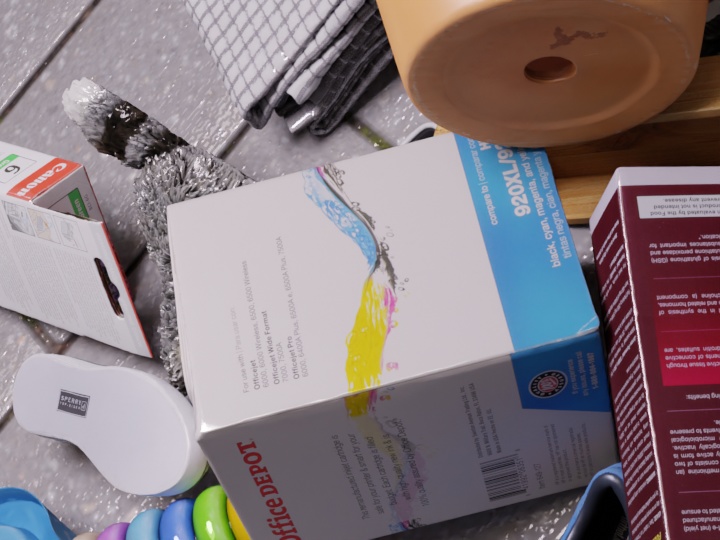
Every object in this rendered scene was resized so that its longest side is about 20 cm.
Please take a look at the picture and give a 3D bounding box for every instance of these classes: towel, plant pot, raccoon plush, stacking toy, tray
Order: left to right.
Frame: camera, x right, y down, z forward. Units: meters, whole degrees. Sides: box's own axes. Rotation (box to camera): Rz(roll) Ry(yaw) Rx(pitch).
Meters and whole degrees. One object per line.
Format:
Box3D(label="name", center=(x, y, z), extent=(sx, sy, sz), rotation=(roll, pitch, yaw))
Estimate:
Box3D(label="raccoon plush", center=(-0.126, -0.011, 1.135), extent=(0.200, 0.097, 0.134), rotation=(32, 85, 20))
Box3D(label="stacking toy", center=(-0.067, 0.152, 1.038), extent=(0.199, 0.085, 0.086), rotation=(-27, 52, 13))
Box3D(label="towel", center=(-0.021, -0.203, 1.172), extent=(0.200, 0.085, 0.166), rotation=(-49, 53, 28))
Box3D(label="plant pot", center=(0.085, -0.151, 0.873), extent=(0.199, 0.200, 0.141), rotation=(-16, 60, 29))
Box3D(label="tray", center=(0.145, -0.066, 0.962), extent=(0.199, 0.099, 0.037), rotation=(-1, 61, 45))

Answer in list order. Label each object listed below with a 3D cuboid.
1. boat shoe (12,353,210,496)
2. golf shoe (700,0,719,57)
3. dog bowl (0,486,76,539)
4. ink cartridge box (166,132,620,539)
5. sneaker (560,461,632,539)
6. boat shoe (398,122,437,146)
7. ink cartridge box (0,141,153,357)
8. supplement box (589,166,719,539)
Box3D(label="boat shoe", center=(-0.141, 0.090, 1.111), extent=(0.200, 0.056, 0.069), rotation=(17, 92, 50))
Box3D(label="golf shoe", center=(0.198, -0.119, 1.003), extent=(0.200, 0.077, 0.088), rotation=(-18, 13, 45))
Box3D(label="dog bowl", center=(-0.200, 0.225, 1.104), extent=(0.111, 0.050, 0.200), rotation=(-40, 49, 11))
Box3D(label="ink cartridge box", center=(0.016, 0.037, 0.943), extent=(0.199, 0.147, 0.145), rotation=(-14, 54, 2))
Box3D(label="sneaker", center=(0.100, 0.186, 0.864), extent=(0.066, 0.078, 0.201), rotation=(17, 87, 38))
Box3D(label="boat shoe", center=(0.000, 0.000, 1.071), extent=(0.200, 0.068, 0.072), rotation=(-47, 47, 4))
Box3D(label="ink cartridge box", center=(-0.202, -0.019, 1.200), extent=(0.199, 0.109, 0.050), rotation=(16, 44, 40))
Box3D(label="supplement box", center=(0.173, 0.054, 0.834), extent=(0.108, 0.061, 0.201), rotation=(0, 66, -7))
